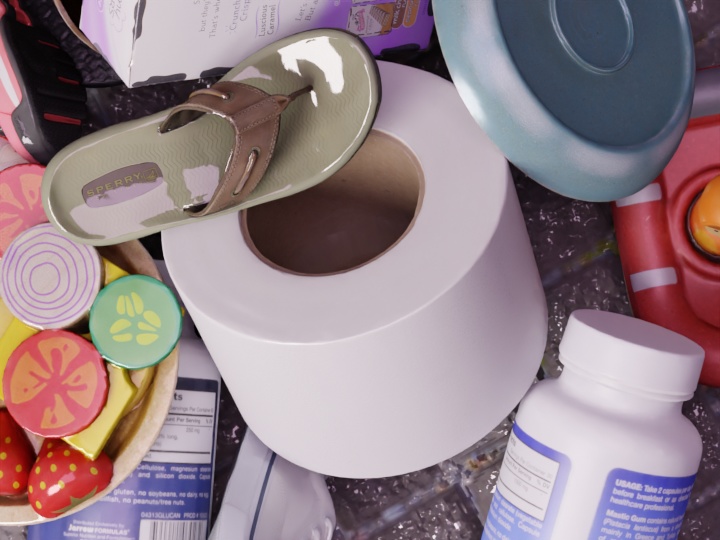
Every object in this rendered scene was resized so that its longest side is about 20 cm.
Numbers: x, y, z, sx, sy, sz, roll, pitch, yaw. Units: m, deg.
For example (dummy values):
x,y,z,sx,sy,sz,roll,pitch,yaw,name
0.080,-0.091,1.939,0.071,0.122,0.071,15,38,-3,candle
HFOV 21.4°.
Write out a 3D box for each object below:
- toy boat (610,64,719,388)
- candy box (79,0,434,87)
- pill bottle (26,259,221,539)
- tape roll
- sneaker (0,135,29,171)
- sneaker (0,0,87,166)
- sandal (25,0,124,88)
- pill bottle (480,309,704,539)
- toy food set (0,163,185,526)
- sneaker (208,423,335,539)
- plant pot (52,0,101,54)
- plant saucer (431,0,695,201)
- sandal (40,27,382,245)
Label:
x,y,z,sx,sy,sz,roll,pitch,yaw,name
0.223,-0.029,1.146,0.130,0.131,0.201,-11,85,0,toy boat
-0.046,-0.200,1.050,0.199,0.169,0.072,-10,40,-30,candy box
-0.141,0.095,1.153,0.110,0.111,0.201,4,85,1,pill bottle
0.000,0.000,1.101,0.201,0.139,0.204,-9,50,11,tape roll
-0.186,-0.057,1.165,0.199,0.070,0.094,-34,93,-18,sneaker
-0.236,-0.132,1.161,0.087,0.074,0.201,-37,67,18,sneaker
-0.213,-0.151,1.210,0.199,0.048,0.076,2,83,14,sandal
0.137,0.130,1.124,0.111,0.112,0.201,16,100,2,pill bottle
-0.200,0.044,1.084,0.199,0.049,0.199,30,87,10,toy food set
-0.050,0.153,1.119,0.070,0.201,0.073,19,129,-3,sneaker
-0.144,-0.252,1.140,0.187,0.187,0.200,-42,50,-2,plant pot
0.125,-0.139,1.079,0.199,0.027,0.201,14,67,-36,plant saucer
-0.079,-0.064,1.029,0.200,0.057,0.080,-25,95,4,sandal
